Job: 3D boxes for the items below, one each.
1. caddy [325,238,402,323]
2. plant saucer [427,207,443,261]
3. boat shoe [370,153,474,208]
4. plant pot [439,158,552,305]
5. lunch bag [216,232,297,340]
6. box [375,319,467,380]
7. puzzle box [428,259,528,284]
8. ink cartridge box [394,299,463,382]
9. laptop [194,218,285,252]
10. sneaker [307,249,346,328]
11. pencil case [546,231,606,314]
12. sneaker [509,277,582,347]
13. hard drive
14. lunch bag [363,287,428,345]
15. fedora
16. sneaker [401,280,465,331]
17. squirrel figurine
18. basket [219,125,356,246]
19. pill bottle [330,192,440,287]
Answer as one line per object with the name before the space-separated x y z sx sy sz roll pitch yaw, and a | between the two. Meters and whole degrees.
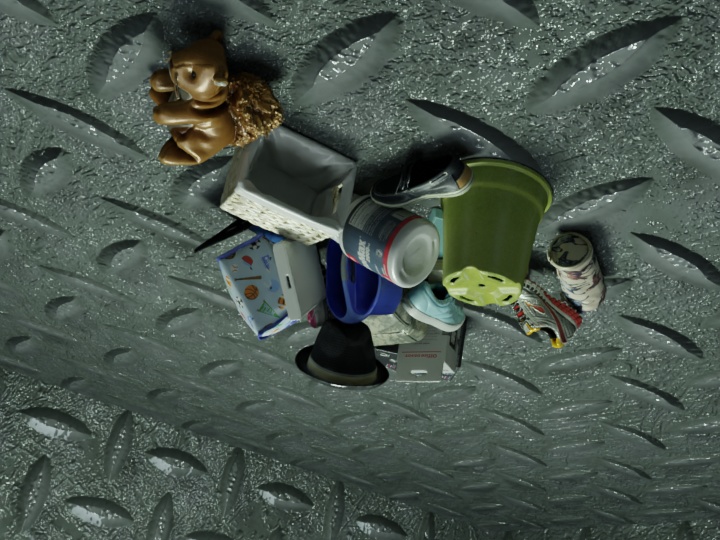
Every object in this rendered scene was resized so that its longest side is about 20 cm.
caddy | 0.000 0.000 1.667 0.140 0.205 0.104 -11 164 42
plant saucer | 0.148 -0.058 1.681 0.068 0.019 0.201 13 154 -3
boat shoe | 0.091 -0.150 1.446 0.197 0.076 0.062 -5 140 41
plant pot | 0.211 -0.050 1.469 0.196 0.188 0.201 9 155 4
lunch bag | -0.187 0.036 1.695 0.122 0.172 0.200 -27 174 -11
box | 0.131 0.159 2.015 0.195 0.125 0.106 12 156 -2
puzzle box | 0.233 0.020 1.774 0.195 0.026 0.134 2 154 7
ink cartridge box | 0.147 0.152 1.900 0.114 0.204 0.067 -3 153 29
laptop | -0.186 -0.062 1.713 0.176 0.200 0.105 -19 106 46
sneaker | -0.070 0.034 1.778 0.085 0.202 0.075 1 132 -15
pencil case | 0.395 0.005 1.629 0.088 0.079 0.200 -23 146 11
sneaker | 0.322 0.073 1.686 0.198 0.083 0.078 33 168 2
hard drive | -0.106 0.004 1.599 0.026 0.135 0.200 -11 -174 12
lunch bag | 0.032 0.065 1.838 0.197 0.142 0.167 -7 155 36
fedora | -0.030 0.146 1.659 0.196 0.094 0.201 7 -165 -2
sneaker | 0.167 0.066 1.777 0.082 0.075 0.198 -45 150 21
squirrel figurine | -0.211 -0.262 1.314 0.196 0.144 0.187 4 148 -19
basket | -0.125 -0.142 1.489 0.197 0.138 0.123 23 157 -24
pill bottle | 0.031 -0.062 1.536 0.198 0.121 0.119 29 171 41
